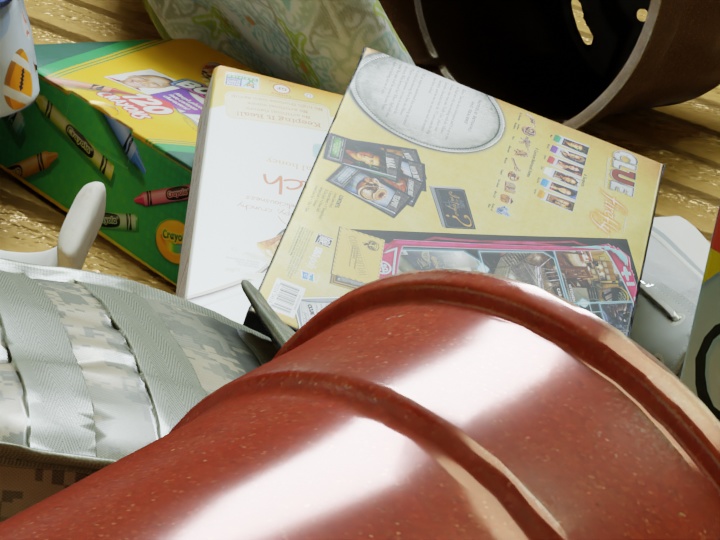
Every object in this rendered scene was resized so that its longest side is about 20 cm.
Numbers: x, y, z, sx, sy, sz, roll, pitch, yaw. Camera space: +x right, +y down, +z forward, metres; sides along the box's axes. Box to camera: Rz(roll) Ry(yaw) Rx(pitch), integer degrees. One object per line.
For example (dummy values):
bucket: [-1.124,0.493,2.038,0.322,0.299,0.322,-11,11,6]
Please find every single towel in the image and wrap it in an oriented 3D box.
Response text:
towel: [-0.039,-0.115,1.215,0.048,0.171,0.200,-46,40,-13]

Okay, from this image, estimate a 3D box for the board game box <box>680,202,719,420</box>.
board game box: [0.148,0.058,0.741,0.102,0.201,0.105,15,20,15]

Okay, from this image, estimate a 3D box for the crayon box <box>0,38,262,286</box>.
crayon box: [-0.075,-0.051,1.150,0.118,0.059,0.200,-6,25,-38]

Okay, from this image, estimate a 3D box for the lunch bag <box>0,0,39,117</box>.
lunch bag: [-0.240,-0.103,1.111,0.199,0.076,0.160,-14,25,-7]

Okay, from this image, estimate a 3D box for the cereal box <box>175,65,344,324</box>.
cereal box: [0.000,0.000,0.980,0.143,0.040,0.200,13,35,-9]

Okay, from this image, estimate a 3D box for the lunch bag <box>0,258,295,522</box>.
lunch bag: [-0.051,0.074,0.728,0.199,0.118,0.164,10,18,-20]

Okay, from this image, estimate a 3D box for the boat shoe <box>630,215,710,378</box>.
boat shoe: [0.134,0.033,1.020,0.068,0.072,0.200,-16,32,-9]

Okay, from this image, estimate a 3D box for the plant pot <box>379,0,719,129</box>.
plant pot: [0.131,-0.169,1.420,0.200,0.201,0.198,22,14,32]

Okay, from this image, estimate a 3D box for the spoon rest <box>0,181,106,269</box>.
spoon rest: [-0.200,-0.022,0.999,0.199,0.061,0.100,12,53,11]

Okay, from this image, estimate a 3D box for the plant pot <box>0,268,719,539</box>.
plant pot: [-0.031,0.121,0.510,0.195,0.202,0.200,-19,34,-42]

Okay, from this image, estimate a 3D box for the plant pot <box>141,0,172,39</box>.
plant pot: [-0.065,-0.201,1.445,0.186,0.188,0.200,10,33,-2]

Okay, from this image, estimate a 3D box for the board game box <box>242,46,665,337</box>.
board game box: [0.038,-0.002,0.937,0.135,0.035,0.200,22,35,0]
